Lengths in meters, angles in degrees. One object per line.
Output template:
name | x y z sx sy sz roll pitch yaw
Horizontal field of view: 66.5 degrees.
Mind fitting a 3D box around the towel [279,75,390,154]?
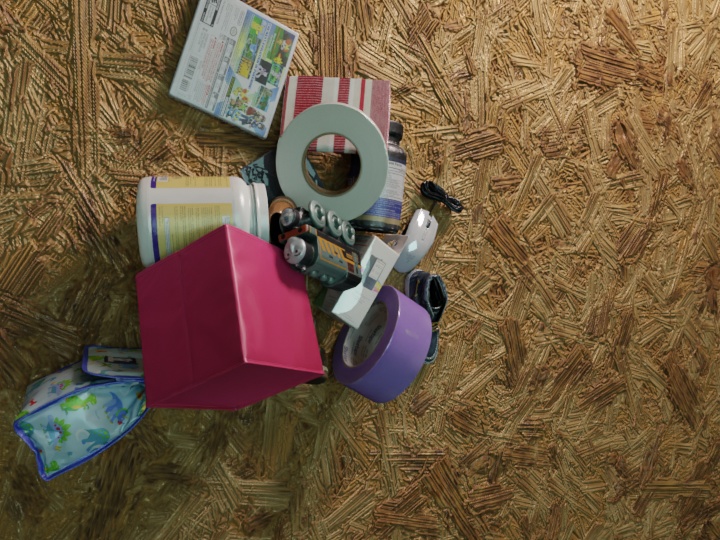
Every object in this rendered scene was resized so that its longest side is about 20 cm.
towel | -0.044 -0.279 0.991 0.194 0.023 0.148 4 75 1

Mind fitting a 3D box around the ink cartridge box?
ink cartridge box | 0.000 0.000 1.046 0.067 0.117 0.203 34 80 -21

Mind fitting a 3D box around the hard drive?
hard drive | -0.127 -0.123 1.016 0.134 0.042 0.203 -34 108 -19

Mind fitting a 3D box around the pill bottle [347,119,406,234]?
pill bottle | 0.031 -0.177 1.047 0.109 0.111 0.206 5 91 -25

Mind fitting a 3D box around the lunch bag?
lunch bag | -0.404 0.193 0.845 0.197 0.169 0.130 -25 108 -20

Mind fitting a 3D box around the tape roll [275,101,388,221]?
tape roll | -0.049 -0.186 0.953 0.197 0.037 0.208 0 110 1

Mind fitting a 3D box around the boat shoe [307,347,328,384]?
boat shoe | -0.156 0.160 1.024 0.197 0.075 0.077 14 57 -20

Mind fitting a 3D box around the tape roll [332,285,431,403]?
tape roll | 0.038 0.136 1.031 0.084 0.199 0.203 31 82 -23

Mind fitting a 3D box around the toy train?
toy train | -0.064 -0.036 0.916 0.199 0.083 0.117 26 51 -60

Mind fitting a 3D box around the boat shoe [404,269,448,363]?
boat shoe | 0.140 0.102 1.135 0.069 0.090 0.206 -14 101 -23

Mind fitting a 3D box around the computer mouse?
computer mouse | 0.132 -0.084 1.141 0.109 0.044 0.203 34 80 -25

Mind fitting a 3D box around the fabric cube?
fabric cube | -0.199 0.085 0.838 0.195 0.196 0.204 25 45 -59

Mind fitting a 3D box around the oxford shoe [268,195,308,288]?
oxford shoe | -0.135 -0.021 0.966 0.069 0.072 0.205 -5 114 6

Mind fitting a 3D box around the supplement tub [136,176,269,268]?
supplement tub | -0.253 -0.078 0.893 0.194 0.145 0.150 -2 96 -16

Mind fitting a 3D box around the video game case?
video game case | -0.218 -0.362 0.964 0.179 0.022 0.205 19 86 -25
